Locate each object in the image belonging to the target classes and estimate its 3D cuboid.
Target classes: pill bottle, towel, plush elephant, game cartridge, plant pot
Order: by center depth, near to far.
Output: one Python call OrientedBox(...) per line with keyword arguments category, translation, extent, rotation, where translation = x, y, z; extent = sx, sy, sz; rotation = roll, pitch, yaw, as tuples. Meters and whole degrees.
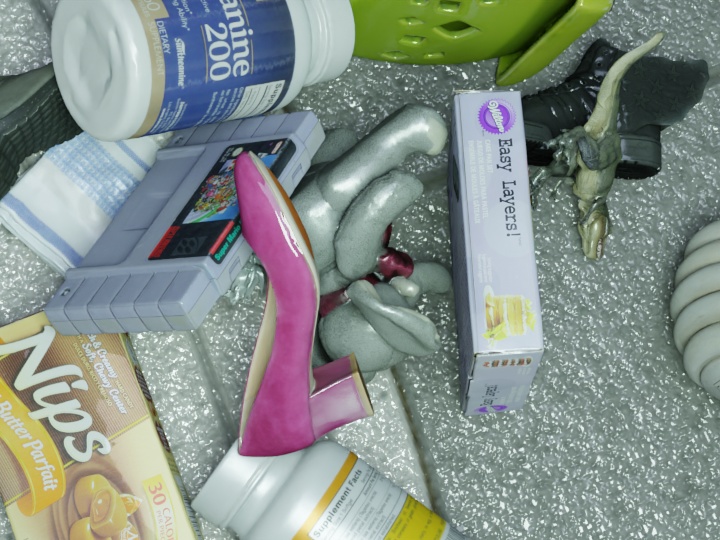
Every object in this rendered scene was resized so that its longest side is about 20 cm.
OrientedBox(category="game cartridge", translation=(-0.116, -0.036, 1.128), extent=(0.038, 0.129, 0.200), rotation=(57, 44, -29))
OrientedBox(category="pill bottle", translation=(-0.014, 0.188, 1.143), extent=(0.200, 0.111, 0.111), rotation=(36, 72, 1))
OrientedBox(category="pill bottle", translation=(-0.105, -0.159, 1.160), extent=(0.199, 0.111, 0.111), rotation=(-16, 78, -37))
OrientedBox(category="plush elephant", translation=(0.000, 0.000, 1.174), extent=(0.200, 0.164, 0.155), rotation=(-47, 108, -30))
OrientedBox(category="towel", translation=(-0.158, -0.067, 1.230), extent=(0.147, 0.024, 0.200), rotation=(42, 72, 1))
OrientedBox(category="plant pot", translation=(0.093, -0.260, 1.241), extent=(0.181, 0.200, 0.200), rotation=(17, 72, -12))

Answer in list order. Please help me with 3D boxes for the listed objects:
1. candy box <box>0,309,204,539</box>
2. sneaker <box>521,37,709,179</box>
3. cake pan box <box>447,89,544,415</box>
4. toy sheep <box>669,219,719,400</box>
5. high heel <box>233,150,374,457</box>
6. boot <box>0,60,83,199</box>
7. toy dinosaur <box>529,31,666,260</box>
OrientedBox(category="candy box", translation=(-0.193, 0.126, 1.146), extent=(0.115, 0.055, 0.201), rotation=(-21, 79, -3))
OrientedBox(category="sneaker", translation=(0.174, -0.132, 1.291), extent=(0.199, 0.060, 0.105), rotation=(9, 75, -13))
OrientedBox(category="cake pan box", translation=(0.090, -0.006, 1.168), extent=(0.052, 0.200, 0.185), rotation=(-2, 72, 1))
OrientedBox(category="toy sheep", translation=(0.295, 0.035, 1.232), extent=(0.137, 0.138, 0.201), rotation=(11, 55, -7))
OrientedBox(category="high heel", translation=(-0.067, 0.026, 1.066), extent=(0.096, 0.067, 0.201), rotation=(-20, 115, 3))
OrientedBox(category="boot", translation=(-0.271, -0.134, 1.197), extent=(0.131, 0.068, 0.200), rotation=(40, 71, 20))
OrientedBox(category="toy dinosaur", translation=(0.164, -0.085, 1.217), extent=(0.088, 0.201, 0.047), rotation=(-22, 51, -29))
